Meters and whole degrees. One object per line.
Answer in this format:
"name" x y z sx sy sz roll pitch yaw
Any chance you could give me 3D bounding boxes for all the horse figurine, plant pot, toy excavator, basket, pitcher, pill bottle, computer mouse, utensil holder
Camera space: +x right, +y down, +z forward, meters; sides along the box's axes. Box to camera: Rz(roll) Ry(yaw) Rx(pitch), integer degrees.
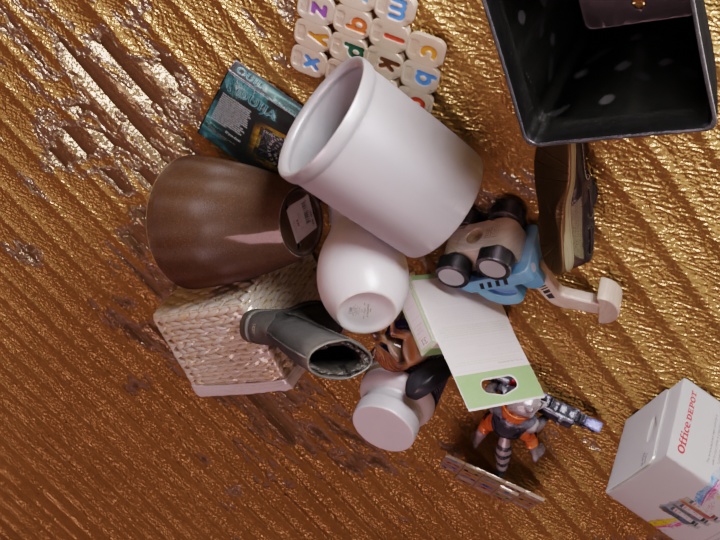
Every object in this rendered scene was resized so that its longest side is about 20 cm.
"horse figurine" 0.080 0.074 1.533 0.050 0.200 0.133 -3 128 55
"plant pot" 0.257 -0.265 1.107 0.198 0.178 0.201 -1 130 31
"toy excavator" 0.225 0.004 1.460 0.193 0.101 0.200 -11 138 38
"basket" -0.167 0.064 1.646 0.198 0.199 0.162 -10 121 36
"pitcher" 0.000 0.000 1.476 0.120 0.201 0.173 -2 135 -4
"plant pot" -0.155 -0.067 1.494 0.198 0.187 0.188 1 131 36
"pill bottle" 0.067 0.156 1.598 0.115 0.201 0.117 15 136 15
"computer mouse" 0.132 0.110 1.532 0.034 0.200 0.059 53 152 -4
"utensil holder" 0.027 -0.134 1.348 0.199 0.171 0.169 33 140 -24

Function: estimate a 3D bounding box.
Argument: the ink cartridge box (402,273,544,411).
"ink cartridge box" 0.145 0.096 1.470 0.048 0.144 0.202 -45 59 46

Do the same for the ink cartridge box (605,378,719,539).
"ink cartridge box" 0.473 0.282 1.538 0.199 0.146 0.145 35 138 -5

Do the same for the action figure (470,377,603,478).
"action figure" 0.251 0.237 1.649 0.198 0.105 0.194 22 149 16

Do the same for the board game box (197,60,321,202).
"board game box" -0.115 -0.180 1.503 0.199 0.028 0.135 35 137 -5

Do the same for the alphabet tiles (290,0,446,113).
"alphabet tiles" 0.008 -0.268 1.362 0.194 0.015 0.201 22 137 9

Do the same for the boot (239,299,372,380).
"boot" -0.047 0.090 1.463 0.199 0.180 0.074 7 102 53

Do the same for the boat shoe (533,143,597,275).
"boat shoe" 0.257 -0.095 1.357 0.073 0.064 0.202 41 140 52

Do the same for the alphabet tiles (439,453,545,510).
"alphabet tiles" 0.205 0.345 1.781 0.166 0.008 0.200 24 165 7
